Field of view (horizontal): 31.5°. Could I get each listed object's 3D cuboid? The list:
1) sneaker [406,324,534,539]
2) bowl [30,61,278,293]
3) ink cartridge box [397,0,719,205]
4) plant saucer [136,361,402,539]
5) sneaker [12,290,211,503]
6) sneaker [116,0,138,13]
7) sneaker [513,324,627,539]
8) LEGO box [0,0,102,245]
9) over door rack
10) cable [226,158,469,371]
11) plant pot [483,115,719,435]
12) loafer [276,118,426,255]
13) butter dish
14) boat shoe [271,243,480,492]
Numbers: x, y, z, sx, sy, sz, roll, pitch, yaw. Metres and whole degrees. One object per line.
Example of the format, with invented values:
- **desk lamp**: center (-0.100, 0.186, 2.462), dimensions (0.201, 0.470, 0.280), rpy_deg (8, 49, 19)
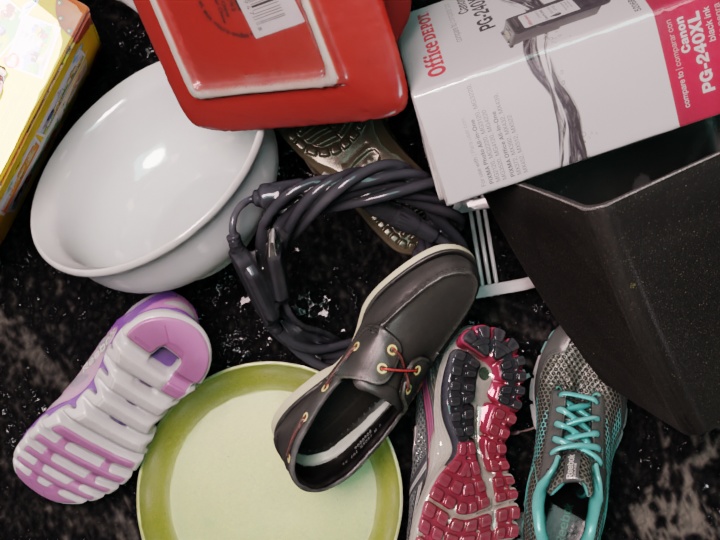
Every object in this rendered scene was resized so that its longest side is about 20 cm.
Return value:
- **sneaker**: center (0.072, 0.141, 0.925), dimensions (0.080, 0.075, 0.202), rpy_deg (15, 80, -21)
- **bowl**: center (-0.134, -0.056, 0.930), dimensions (0.200, 0.090, 0.202), rpy_deg (-19, 47, 21)
- **ink cartridge box**: center (0.127, -0.136, 0.829), dimensions (0.199, 0.146, 0.084), rpy_deg (-18, 120, 6)
- **plant saucer**: center (-0.067, 0.169, 0.956), dimensions (0.198, 0.031, 0.202), rpy_deg (0, 85, 3)
- **sneaker**: center (-0.181, 0.090, 0.951), dimensions (0.080, 0.089, 0.200), rpy_deg (36, 111, -21)
- **sneaker**: center (-0.193, -0.252, 0.984), dimensions (0.199, 0.112, 0.073), rpy_deg (12, 114, -26)
- **sneaker**: center (0.156, 0.133, 0.914), dimensions (0.077, 0.091, 0.202), rpy_deg (6, 85, 3)
- **LEGO box**: center (-0.269, -0.107, 0.928), dimensions (0.077, 0.149, 0.201), rpy_deg (27, 86, -7)
- **over door rack**: center (0.159, -0.064, 0.944), dimensions (0.198, 0.067, 0.149), rpy_deg (-9, 85, 3)
- **cable**: center (0.000, 0.000, 0.904), dimensions (0.162, 0.201, 0.051), rpy_deg (-22, 44, 1)
- **plant pot**: center (0.219, -0.013, 0.832), dimensions (0.198, 0.200, 0.178), rpy_deg (-24, 106, -10)
- **loafer**: center (-0.009, -0.092, 0.957), dimensions (0.076, 0.067, 0.201), rpy_deg (-35, 85, -2)
- **butter dish**: center (-0.045, -0.205, 0.817), dimensions (0.198, 0.148, 0.201), rpy_deg (2, 124, 39)
- **boat shoe**: center (0.017, 0.070, 0.887), dimensions (0.073, 0.063, 0.202), rpy_deg (34, 104, -30)
